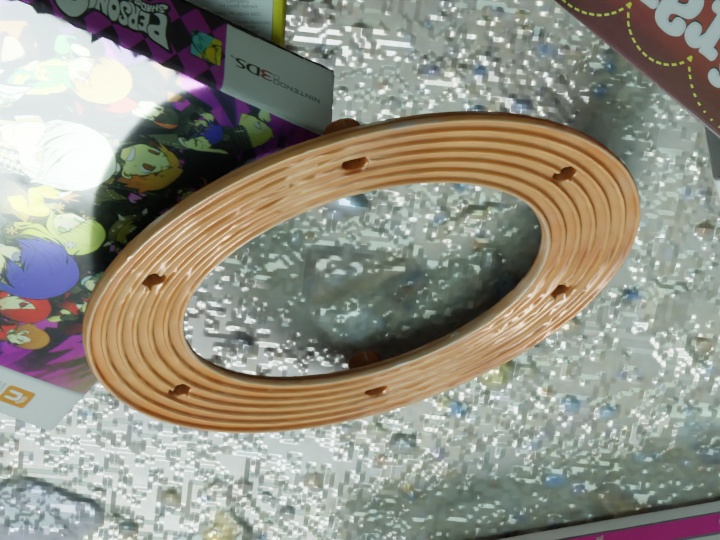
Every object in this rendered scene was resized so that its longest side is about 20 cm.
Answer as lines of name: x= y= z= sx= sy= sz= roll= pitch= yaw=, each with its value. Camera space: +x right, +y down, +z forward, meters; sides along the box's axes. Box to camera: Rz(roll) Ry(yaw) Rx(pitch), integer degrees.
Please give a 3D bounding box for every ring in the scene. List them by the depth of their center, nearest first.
ring: x=0.000 y=0.000 z=0.948 sx=0.200 sy=0.019 sz=0.201 roll=-14 pitch=151 yaw=-8

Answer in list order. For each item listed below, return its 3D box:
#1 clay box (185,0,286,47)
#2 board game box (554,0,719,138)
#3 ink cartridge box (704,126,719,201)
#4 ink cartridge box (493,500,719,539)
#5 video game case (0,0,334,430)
clay box: x=-0.078 y=-0.152 z=0.888 sx=0.115 sy=0.048 sz=0.200 roll=3 pitch=122 yaw=-1
board game box: x=0.108 y=-0.111 z=0.861 sx=0.200 sy=0.019 sz=0.103 roll=42 pitch=122 yaw=19
ink cartridge box: x=0.202 y=0.021 z=0.981 sx=0.115 sy=0.068 sz=0.200 roll=-15 pitch=120 yaw=10
ink cartridge box: x=0.086 y=0.148 z=1.078 sx=0.199 sy=0.037 sz=0.095 roll=-11 pitch=121 yaw=4
video game case: x=-0.136 y=-0.036 z=0.923 sx=0.181 sy=0.036 sz=0.200 roll=23 pitch=135 yaw=-24
